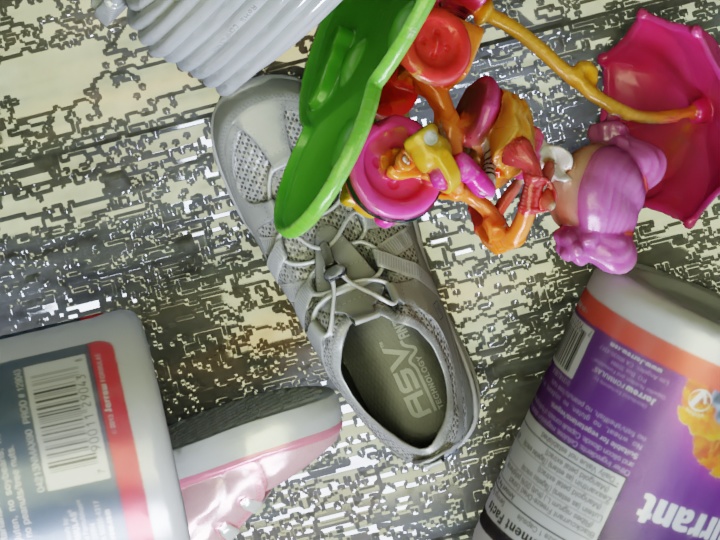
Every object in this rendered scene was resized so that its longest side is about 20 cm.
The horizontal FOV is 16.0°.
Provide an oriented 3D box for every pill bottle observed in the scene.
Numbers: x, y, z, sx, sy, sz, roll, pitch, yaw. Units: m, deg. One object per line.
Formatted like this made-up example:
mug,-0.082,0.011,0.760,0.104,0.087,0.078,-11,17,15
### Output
pill bottle,-0.178,0.093,1.076,0.200,0.120,0.120,-12,101,-6
pill bottle,0.118,0.106,1.166,0.111,0.111,0.200,23,100,-4

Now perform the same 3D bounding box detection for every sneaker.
sneaker,0.000,0.000,1.160,0.075,0.082,0.200,-31,99,6
sneaker,-0.085,0.129,1.188,0.200,0.075,0.105,-23,96,12

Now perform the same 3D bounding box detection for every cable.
cable,-0.019,-0.162,1.069,0.069,0.200,0.200,41,85,-14

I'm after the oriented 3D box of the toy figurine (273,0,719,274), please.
toy figurine,0.080,-0.066,1.116,0.184,0.150,0.200,26,67,-16
